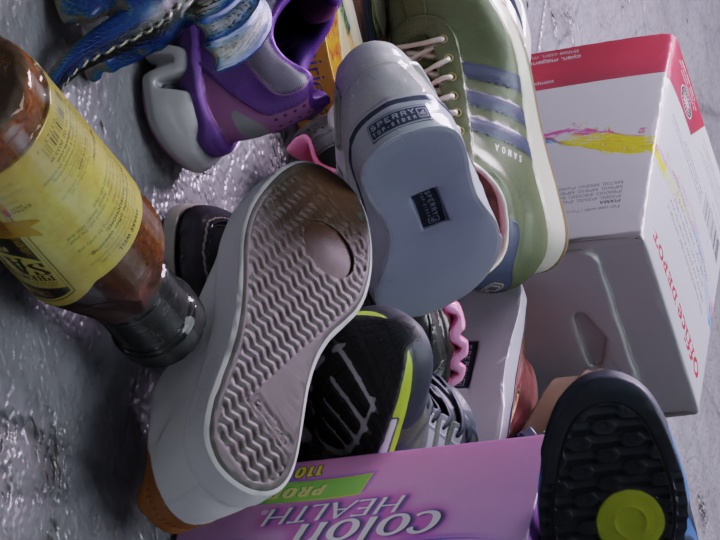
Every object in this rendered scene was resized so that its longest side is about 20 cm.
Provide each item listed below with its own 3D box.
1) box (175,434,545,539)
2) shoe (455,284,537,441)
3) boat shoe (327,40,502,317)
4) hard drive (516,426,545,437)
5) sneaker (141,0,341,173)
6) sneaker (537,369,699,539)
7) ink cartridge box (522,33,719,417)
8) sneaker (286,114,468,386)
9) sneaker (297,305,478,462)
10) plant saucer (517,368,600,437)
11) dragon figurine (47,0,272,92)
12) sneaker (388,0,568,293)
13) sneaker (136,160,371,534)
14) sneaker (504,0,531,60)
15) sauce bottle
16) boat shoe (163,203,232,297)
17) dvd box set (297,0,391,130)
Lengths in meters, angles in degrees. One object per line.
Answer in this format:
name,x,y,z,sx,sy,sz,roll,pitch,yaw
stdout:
box,0.026,0.189,1.321,0.097,0.176,0.200,-70,146,-53
shoe,0.058,0.097,1.602,0.091,0.071,0.200,75,25,-46
boat shoe,0.016,-0.052,1.406,0.202,0.075,0.086,68,-1,-63
hard drive,0.073,0.170,1.462,0.038,0.140,0.200,55,-1,38
sneaker,-0.051,-0.146,1.368,0.080,0.088,0.200,40,45,-60
sneaker,0.120,0.129,1.264,0.078,0.066,0.200,-78,155,-68
ink cartridge box,0.133,-0.021,1.747,0.200,0.145,0.145,-75,151,-49
sneaker,0.000,0.000,1.506,0.095,0.079,0.200,-22,118,-35
sneaker,0.016,0.069,1.384,0.074,0.081,0.200,57,-20,21
plant saucer,0.084,0.141,1.591,0.200,0.029,0.200,-62,172,-14
dragon figurine,-0.078,-0.121,1.260,0.200,0.099,0.059,-62,140,-51
sneaker,0.051,-0.080,1.569,0.090,0.067,0.200,-30,103,-52
sneaker,-0.057,0.032,1.285,0.073,0.085,0.200,39,44,-18
sneaker,0.046,-0.196,1.640,0.130,0.079,0.199,64,22,-54
sauce bottle,-0.119,-0.020,1.162,0.200,0.066,0.066,54,34,-52
boat shoe,-0.034,0.015,1.388,0.200,0.063,0.073,42,47,-59
dvd box set,-0.017,-0.179,1.561,0.146,0.029,0.200,-37,118,-68
